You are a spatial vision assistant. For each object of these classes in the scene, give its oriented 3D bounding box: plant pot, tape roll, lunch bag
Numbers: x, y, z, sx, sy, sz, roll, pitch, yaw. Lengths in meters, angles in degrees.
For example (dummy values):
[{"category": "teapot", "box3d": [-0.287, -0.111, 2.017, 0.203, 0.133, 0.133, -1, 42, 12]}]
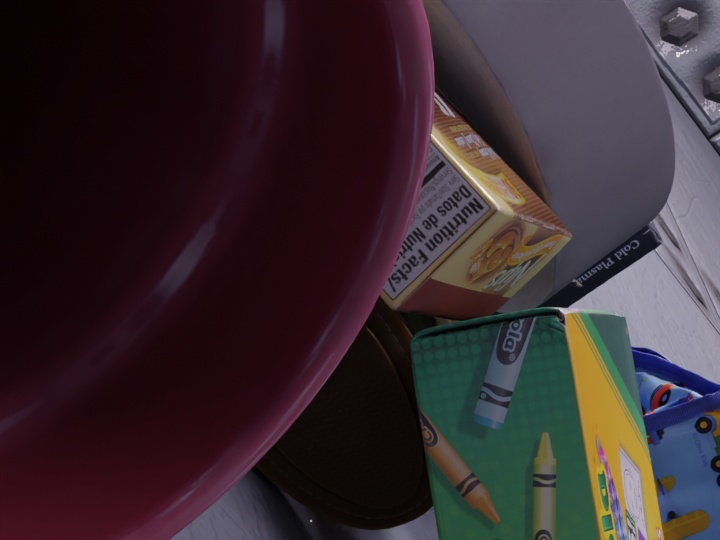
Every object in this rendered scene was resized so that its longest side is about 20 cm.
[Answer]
[{"category": "plant pot", "box3d": [-0.113, -0.046, 0.614, 0.179, 0.200, 0.200, 45, 3, 38]}, {"category": "tape roll", "box3d": [0.034, -0.082, 1.144, 0.200, 0.066, 0.200, 45, -22, 23]}, {"category": "lunch bag", "box3d": [0.138, 0.121, 1.367, 0.200, 0.094, 0.151, -119, -172, -80]}]

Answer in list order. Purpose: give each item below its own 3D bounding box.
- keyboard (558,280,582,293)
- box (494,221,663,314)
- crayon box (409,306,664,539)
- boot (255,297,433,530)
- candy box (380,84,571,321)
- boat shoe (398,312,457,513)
[{"category": "keyboard", "box3d": [0.027, -0.024, 1.334, 0.127, 0.021, 0.200, 29, 7, 32]}, {"category": "box", "box3d": [0.055, -0.097, 1.585, 0.182, 0.104, 0.200, 45, 16, -39]}, {"category": "crayon box", "box3d": [0.073, 0.116, 1.019, 0.119, 0.058, 0.200, 6, 75, -74]}, {"category": "boot", "box3d": [-0.036, -0.008, 1.068, 0.200, 0.074, 0.155, 55, 7, -18]}, {"category": "candy box", "box3d": [-0.018, -0.071, 1.038, 0.200, 0.055, 0.115, 48, 10, 14]}, {"category": "boat shoe", "box3d": [0.000, 0.000, 1.147, 0.072, 0.062, 0.200, -11, 64, -39]}]
